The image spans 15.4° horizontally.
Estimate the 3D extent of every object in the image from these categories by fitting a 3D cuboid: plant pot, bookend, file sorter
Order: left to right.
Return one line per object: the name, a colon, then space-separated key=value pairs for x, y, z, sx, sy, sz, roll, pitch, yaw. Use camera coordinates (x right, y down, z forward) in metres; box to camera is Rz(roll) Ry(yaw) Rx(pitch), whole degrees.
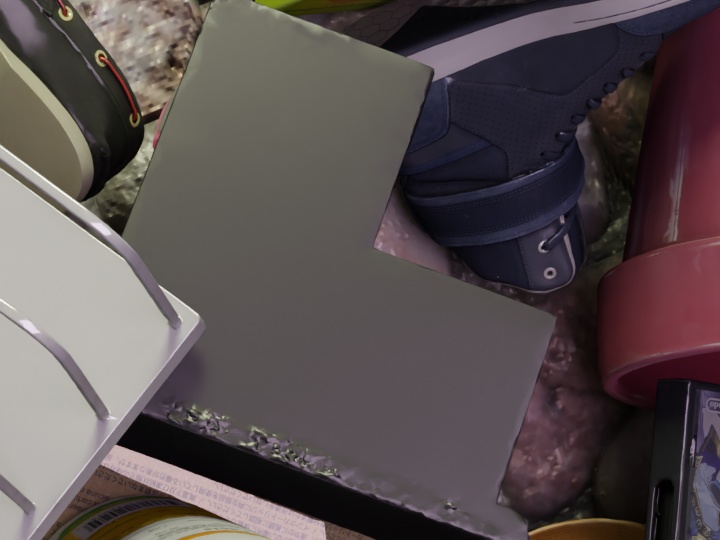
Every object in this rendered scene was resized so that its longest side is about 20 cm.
file sorter: x=-0.180 y=0.043 z=0.997 sx=0.138 sy=0.125 sz=0.200 roll=35 pitch=79 yaw=15
bookend: x=0.000 y=0.000 z=1.123 sx=0.198 sy=0.092 sz=0.201 roll=19 pitch=75 yaw=-1
plant pot: x=0.209 y=-0.034 z=1.256 sx=0.199 sy=0.200 sz=0.180 roll=4 pitch=75 yaw=-21

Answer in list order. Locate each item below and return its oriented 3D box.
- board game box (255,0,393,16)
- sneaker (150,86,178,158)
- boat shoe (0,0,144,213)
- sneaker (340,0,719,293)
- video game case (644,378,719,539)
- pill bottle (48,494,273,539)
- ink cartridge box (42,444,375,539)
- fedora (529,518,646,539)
board game box: x=0.051 y=-0.165 z=1.160 sx=0.101 sy=0.199 sz=0.048 roll=-15 pitch=87 yaw=-55
sneaker: x=-0.031 y=0.000 z=1.223 sx=0.079 sy=0.095 sz=0.201 roll=-26 pitch=81 yaw=16
boat shoe: x=-0.172 y=-0.118 z=1.167 sx=0.202 sy=0.074 sz=0.063 roll=54 pitch=39 yaw=-4
sneaker: x=0.104 y=-0.074 z=1.219 sx=0.201 sy=0.077 sz=0.147 roll=-17 pitch=117 yaw=21
video game case: x=0.208 y=0.153 z=1.257 sx=0.199 sy=0.025 sz=0.182 roll=11 pitch=82 yaw=-40
pill bottle: x=-0.064 y=0.156 z=1.063 sx=0.110 sy=0.200 sz=0.112 roll=-1 pitch=93 yaw=-20
ink cartridge box: x=-0.107 y=0.142 z=1.193 sx=0.199 sy=0.075 sz=0.166 roll=22 pitch=86 yaw=-21
fedora: x=0.116 y=0.222 z=1.266 sx=0.199 sy=0.082 sz=0.202 roll=-2 pitch=99 yaw=-14
